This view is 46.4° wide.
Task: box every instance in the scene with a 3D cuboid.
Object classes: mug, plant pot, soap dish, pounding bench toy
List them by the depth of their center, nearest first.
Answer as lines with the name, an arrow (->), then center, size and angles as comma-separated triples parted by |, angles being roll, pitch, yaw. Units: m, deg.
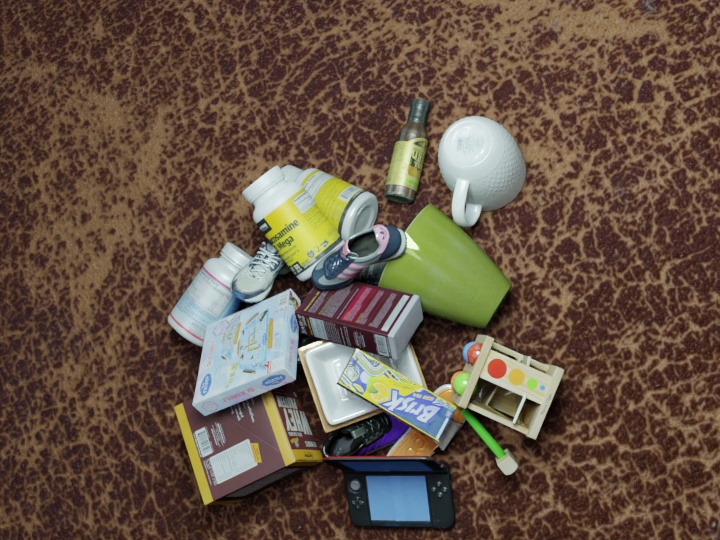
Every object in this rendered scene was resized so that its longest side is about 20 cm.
pounding bench toy -> 0.224, 0.226, 1.428 | 0.155, 0.124, 0.201 | 23, 87, 2
plant pot -> 0.163, 0.012, 1.506 | 0.199, 0.187, 0.188 | 32, 90, 12
soap dish -> 0.004, 0.183, 1.517 | 0.199, 0.081, 0.158 | -19, 83, -6
mug -> 0.207, -0.176, 1.521 | 0.147, 0.175, 0.201 | 13, 83, 22

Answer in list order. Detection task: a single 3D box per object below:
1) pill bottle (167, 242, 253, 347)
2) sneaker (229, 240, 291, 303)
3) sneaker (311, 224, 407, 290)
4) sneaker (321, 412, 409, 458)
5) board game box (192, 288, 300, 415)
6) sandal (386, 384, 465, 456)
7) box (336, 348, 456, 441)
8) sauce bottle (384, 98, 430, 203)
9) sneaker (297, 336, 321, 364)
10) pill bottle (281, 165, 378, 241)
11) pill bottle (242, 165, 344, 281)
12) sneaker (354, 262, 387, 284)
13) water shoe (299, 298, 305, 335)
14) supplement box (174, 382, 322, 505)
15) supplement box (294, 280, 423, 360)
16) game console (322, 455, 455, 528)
pill bottle -> -0.291, 0.048, 1.693 | 0.109, 0.109, 0.201 | 36, 92, 23
sneaker -> -0.182, -0.018, 1.618 | 0.077, 0.200, 0.085 | 30, 133, 11
sneaker -> -0.021, -0.028, 1.442 | 0.199, 0.082, 0.071 | -30, 65, 28
sneaker -> 0.014, 0.295, 1.528 | 0.200, 0.099, 0.070 | -34, 69, 7
board game box -> -0.206, 0.149, 1.547 | 0.199, 0.041, 0.201 | -23, 38, 20
sandal -> 0.121, 0.300, 1.501 | 0.079, 0.059, 0.207 | 37, 97, -1
box -> 0.061, 0.214, 1.443 | 0.199, 0.064, 0.070 | 30, 81, 1
sauce bottle -> 0.096, -0.234, 1.635 | 0.064, 0.065, 0.201 | 10, 84, 22
sneaker -> -0.070, 0.151, 1.607 | 0.199, 0.075, 0.080 | 17, 93, 13
pill bottle -> -0.074, -0.135, 1.652 | 0.199, 0.111, 0.112 | 27, 88, 24
pill bottle -> -0.126, -0.089, 1.559 | 0.112, 0.112, 0.200 | -37, 96, 9
sneaker -> 0.000, 0.000, 1.595 | 0.199, 0.074, 0.081 | -35, 75, -11
water shoe -> -0.077, 0.084, 1.621 | 0.199, 0.079, 0.072 | -18, 73, 16
supplement box -> -0.211, 0.310, 1.592 | 0.199, 0.133, 0.198 | -27, 70, 13
supplement box -> -0.003, 0.079, 1.476 | 0.199, 0.061, 0.109 | 13, 46, 27
game console -> 0.051, 0.386, 1.461 | 0.199, 0.119, 0.174 | -5, 98, 20
